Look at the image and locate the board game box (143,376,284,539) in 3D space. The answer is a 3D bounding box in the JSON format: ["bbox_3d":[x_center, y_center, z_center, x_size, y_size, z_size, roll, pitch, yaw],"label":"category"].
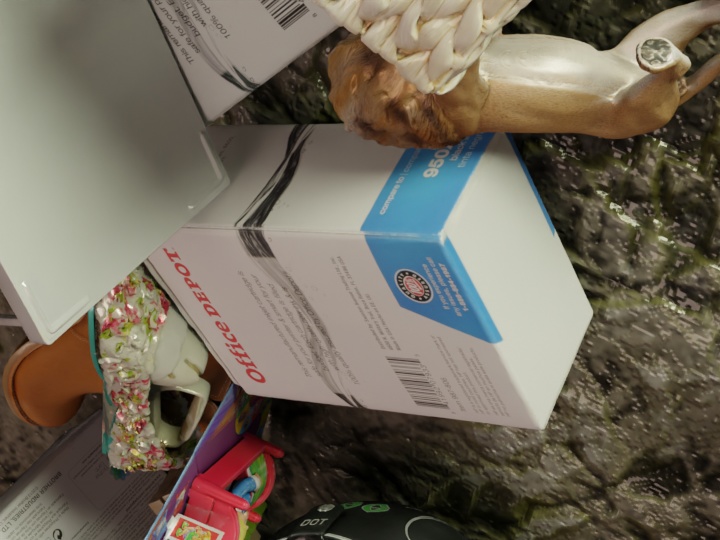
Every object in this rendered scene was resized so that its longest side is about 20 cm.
[{"bbox_3d":[-0.080,0.148,0.941,0.039,0.200,0.158,23,152,11],"label":"board game box"}]

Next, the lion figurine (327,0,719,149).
[{"bbox_3d":[0.084,-0.086,0.696,0.199,0.073,0.123,11,156,1],"label":"lion figurine"}]

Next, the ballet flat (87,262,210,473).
[{"bbox_3d":[-0.118,0.055,0.899,0.064,0.076,0.200,11,148,1],"label":"ballet flat"}]

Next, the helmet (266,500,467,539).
[{"bbox_3d":[0.008,0.243,0.955,0.199,0.201,0.191,16,175,26],"label":"helmet"}]

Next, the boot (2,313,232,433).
[{"bbox_3d":[-0.146,0.065,1.025,0.155,0.077,0.200,29,130,8],"label":"boot"}]

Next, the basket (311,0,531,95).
[{"bbox_3d":[0.048,-0.207,0.549,0.161,0.198,0.200,39,135,-3],"label":"basket"}]

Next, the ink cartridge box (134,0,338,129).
[{"bbox_3d":[-0.068,-0.167,0.753,0.147,0.083,0.200,51,137,-11],"label":"ink cartridge box"}]

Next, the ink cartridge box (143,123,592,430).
[{"bbox_3d":[0.000,0.000,0.819,0.199,0.084,0.145,3,140,35],"label":"ink cartridge box"}]

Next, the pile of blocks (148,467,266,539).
[{"bbox_3d":[-0.071,0.213,1.067,0.062,0.082,0.201,-24,86,28],"label":"pile of blocks"}]

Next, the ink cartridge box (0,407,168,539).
[{"bbox_3d":[-0.172,0.220,1.113,0.200,0.136,0.076,49,140,-7],"label":"ink cartridge box"}]

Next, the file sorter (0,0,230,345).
[{"bbox_3d":[-0.184,-0.089,0.743,0.124,0.139,0.201,2,126,40],"label":"file sorter"}]
